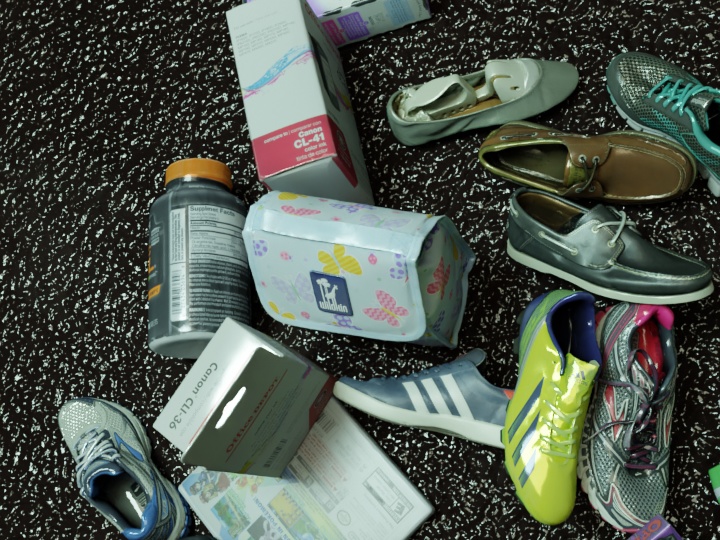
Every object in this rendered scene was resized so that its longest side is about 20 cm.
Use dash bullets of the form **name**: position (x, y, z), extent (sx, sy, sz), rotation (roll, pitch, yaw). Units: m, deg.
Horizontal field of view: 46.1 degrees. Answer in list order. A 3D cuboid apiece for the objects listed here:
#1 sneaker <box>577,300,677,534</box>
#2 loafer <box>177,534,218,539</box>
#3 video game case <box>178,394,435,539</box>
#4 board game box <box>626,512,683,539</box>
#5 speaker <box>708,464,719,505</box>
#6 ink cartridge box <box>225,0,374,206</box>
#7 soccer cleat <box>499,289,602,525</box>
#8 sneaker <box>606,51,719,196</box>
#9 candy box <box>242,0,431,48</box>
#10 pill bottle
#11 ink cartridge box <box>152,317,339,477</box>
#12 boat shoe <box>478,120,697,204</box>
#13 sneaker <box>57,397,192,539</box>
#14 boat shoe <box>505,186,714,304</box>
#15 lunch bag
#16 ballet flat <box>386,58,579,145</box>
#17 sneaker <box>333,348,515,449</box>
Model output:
- **sneaker**: position (0.232, 0.122, 0.725), extent (0.080, 0.075, 0.201), rotation (5, 75, -14)
- **loafer**: position (-0.150, 0.356, 0.803), extent (0.070, 0.068, 0.201), rotation (-25, 70, 30)
- **video game case**: position (-0.057, 0.224, 0.832), extent (0.182, 0.022, 0.200), rotation (-45, 67, 1)
- **board game box**: position (0.208, 0.308, 0.690), extent (0.200, 0.032, 0.120), rotation (-42, 93, 3)
- **speaker**: position (0.359, 0.233, 0.661), extent (0.088, 0.088, 0.200), rotation (-28, 68, 8)
- **ink cartridge box**: position (-0.060, -0.165, 0.877), extent (0.085, 0.148, 0.201), rotation (-16, 71, 12)
- **soccer cleat**: position (0.166, 0.109, 0.714), extent (0.065, 0.084, 0.201), rotation (16, 67, -24)
- **sneaker**: position (0.311, -0.148, 0.784), extent (0.078, 0.091, 0.200), rotation (-45, 67, 0)
- **candy box**: position (-0.034, -0.343, 0.962), extent (0.199, 0.072, 0.168), rotation (-14, 70, 14)
- **pill bottle**: position (-0.169, -0.015, 0.891), extent (0.106, 0.106, 0.201), rotation (-9, 71, 15)
- **ink cartridge box**: position (-0.103, 0.115, 0.756), extent (0.067, 0.200, 0.117), rotation (32, 85, 22)
- **boat shoe**: position (0.209, -0.095, 0.801), extent (0.199, 0.068, 0.072), rotation (10, 116, 28)
- **sneaker**: position (-0.253, 0.199, 0.866), extent (0.200, 0.085, 0.077), rotation (41, 89, 24)
- **boat shoe**: position (0.216, -0.023, 0.757), extent (0.200, 0.068, 0.072), rotation (24, 38, 39)
- **lunch bag**: position (0.000, 0.000, 0.782), extent (0.169, 0.200, 0.128), rotation (9, 77, 19)
- **ballet flat**: position (0.123, -0.181, 0.866), extent (0.199, 0.064, 0.068), rotation (-16, 57, 13)
- **sneaker**: position (0.076, 0.110, 0.796), extent (0.199, 0.075, 0.085), rotation (11, 79, 10)
